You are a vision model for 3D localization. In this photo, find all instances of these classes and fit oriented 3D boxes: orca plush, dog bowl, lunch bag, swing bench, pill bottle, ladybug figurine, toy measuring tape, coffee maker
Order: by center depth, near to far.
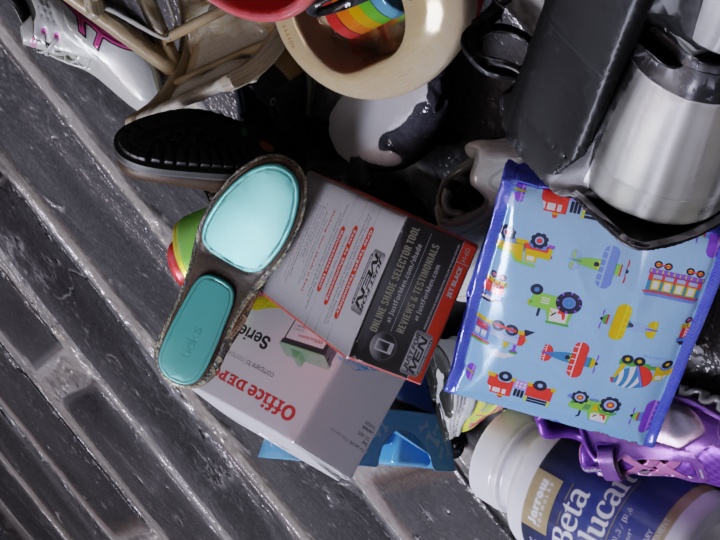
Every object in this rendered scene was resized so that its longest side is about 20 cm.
[{"bbox_3d":[0.143,-0.139,0.827,0.190,0.135,0.201,27,141,13],"label":"coffee maker"},{"bbox_3d":[0.149,0.009,1.029,0.149,0.095,0.201,14,142,2],"label":"lunch bag"},{"bbox_3d":[0.017,-0.186,1.034,0.199,0.072,0.137,-8,110,54],"label":"ladybug figurine"},{"bbox_3d":[0.045,-0.116,1.136,0.200,0.070,0.107,140,133,-59],"label":"orca plush"},{"bbox_3d":[-0.152,-0.229,1.194,0.201,0.130,0.198,52,153,-18],"label":"swing bench"},{"bbox_3d":[0.183,0.183,1.228,0.199,0.111,0.112,26,146,38],"label":"pill bottle"},{"bbox_3d":[-0.122,-0.046,1.271,0.074,0.072,0.202,95,170,-55],"label":"toy measuring tape"},{"bbox_3d":[0.001,0.142,1.361,0.111,0.199,0.050,-2,81,42],"label":"dog bowl"}]

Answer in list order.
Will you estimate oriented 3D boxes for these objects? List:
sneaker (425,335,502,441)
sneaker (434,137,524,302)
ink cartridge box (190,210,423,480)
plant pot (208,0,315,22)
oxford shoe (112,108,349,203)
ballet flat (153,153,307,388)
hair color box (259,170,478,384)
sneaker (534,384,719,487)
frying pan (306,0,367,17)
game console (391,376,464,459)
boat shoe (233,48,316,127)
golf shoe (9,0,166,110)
[{"bbox_3d":[0.100,0.086,1.275,0.200,0.089,0.079,110,143,-83],"label":"sneaker"},{"bbox_3d":[0.084,-0.038,1.108,0.201,0.080,0.076,115,146,-58],"label":"sneaker"},{"bbox_3d":[-0.029,0.042,1.258,0.144,0.202,0.084,22,169,42],"label":"ink cartridge box"},{"bbox_3d":[-0.031,-0.267,0.891,0.200,0.177,0.202,36,148,27],"label":"plant pot"},{"bbox_3d":[-0.099,-0.070,1.197,0.085,0.198,0.073,-59,42,36],"label":"oxford shoe"},{"bbox_3d":[-0.093,-0.006,1.168,0.067,0.075,0.202,29,110,2],"label":"ballet flat"},{"bbox_3d":[0.000,0.000,1.101,0.061,0.103,0.200,22,-176,-23],"label":"hair color box"},{"bbox_3d":[0.203,0.120,1.135,0.199,0.089,0.081,28,155,35],"label":"sneaker"},{"bbox_3d":[0.068,-0.188,0.922,0.114,0.031,0.189,18,145,-36],"label":"frying pan"},{"bbox_3d":[0.010,0.073,1.441,0.176,0.031,0.201,27,146,38],"label":"game console"},{"bbox_3d":[-0.074,-0.110,1.298,0.074,0.062,0.201,37,152,20],"label":"boat shoe"},{"bbox_3d":[-0.258,-0.211,1.415,0.200,0.092,0.073,47,152,2],"label":"golf shoe"}]
